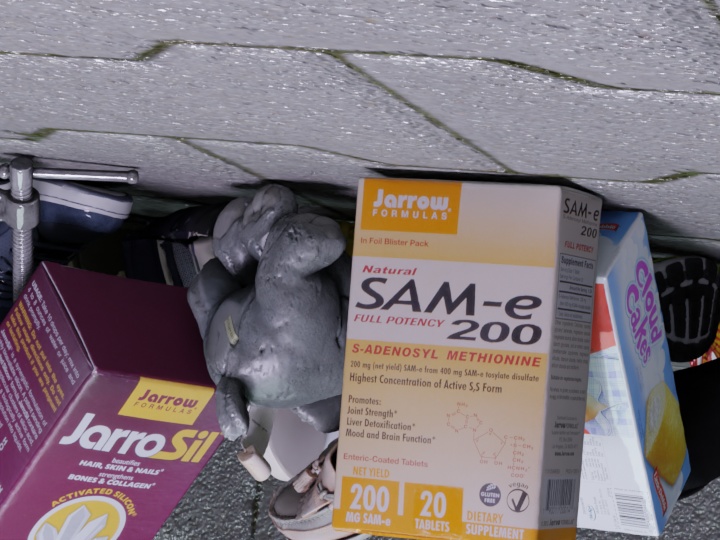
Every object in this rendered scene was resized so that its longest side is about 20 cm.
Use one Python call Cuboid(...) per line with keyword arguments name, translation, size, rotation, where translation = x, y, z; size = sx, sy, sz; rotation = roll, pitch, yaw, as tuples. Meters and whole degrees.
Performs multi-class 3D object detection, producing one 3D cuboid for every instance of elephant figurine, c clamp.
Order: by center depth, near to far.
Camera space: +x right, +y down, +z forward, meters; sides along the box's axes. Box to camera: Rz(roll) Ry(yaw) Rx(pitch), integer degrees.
Cuboid(name="elephant figurine", translation=(0.004, 0.035, 1.599), size=(0.200, 0.156, 0.142), rotation=(22, -169, -31))
Cuboid(name="c clamp", translation=(-0.234, 0.006, 1.625), size=(0.170, 0.200, 0.027), rotation=(10, -141, -3))

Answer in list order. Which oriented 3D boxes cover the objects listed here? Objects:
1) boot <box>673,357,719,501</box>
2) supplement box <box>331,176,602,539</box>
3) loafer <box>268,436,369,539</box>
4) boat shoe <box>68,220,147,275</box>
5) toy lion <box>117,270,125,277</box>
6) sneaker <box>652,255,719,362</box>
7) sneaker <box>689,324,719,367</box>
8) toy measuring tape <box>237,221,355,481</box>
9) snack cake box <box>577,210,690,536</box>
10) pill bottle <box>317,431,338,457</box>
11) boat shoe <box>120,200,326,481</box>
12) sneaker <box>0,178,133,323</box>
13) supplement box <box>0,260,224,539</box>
Cuboid(name="boot", translation=(0.265, 0.071, 1.664), size=(0.211, 0.080, 0.158), rotation=(-23, 173, -39))
Cuboid(name="supplement box", translation=(0.059, 0.051, 1.456), size=(0.126, 0.201, 0.073), rotation=(3, 177, 24))
Cuboid(name="loafer", translation=(0.011, 0.115, 1.579), size=(0.200, 0.072, 0.063), rotation=(-21, 131, 40))
Cuboid(name="boat shoe", translation=(-0.118, 0.000, 1.895), size=(0.199, 0.072, 0.068), rotation=(17, 177, -14))
Cuboid(name="toy lion", translation=(-0.164, 0.114, 1.812), size=(0.068, 0.192, 0.200), rotation=(15, 141, -13))
Cuboid(name="sneaker", translation=(0.159, 0.019, 1.702), size=(0.199, 0.074, 0.081), rotation=(1, -167, -39))
Cuboid(name="sneaker", translation=(0.278, 0.035, 1.859), size=(0.077, 0.073, 0.200), rotation=(-18, 177, -3))
Cuboid(name="toy measuring tape", translation=(-0.024, 0.045, 1.672), size=(0.073, 0.200, 0.074), rotation=(10, 142, 8))
Cuboid(name="snack cake box", translation=(0.122, 0.060, 1.564), size=(0.115, 0.200, 0.067), rotation=(5, -141, 27))
Cuboid(name="pill bottle", translation=(-0.011, 0.096, 1.860), size=(0.114, 0.115, 0.200), rotation=(6, 173, 3))
Cuboid(name="boat shoe", translation=(-0.091, 0.047, 1.731), size=(0.093, 0.201, 0.075), rotation=(0, -156, 39))
Cuboid(name="sneaker", translation=(-0.218, 0.013, 1.697), size=(0.077, 0.147, 0.202), rotation=(12, 171, -33))
Cuboid(name="supplement box", translation=(-0.179, 0.105, 1.634), size=(0.131, 0.200, 0.103), rotation=(11, -145, -39))
